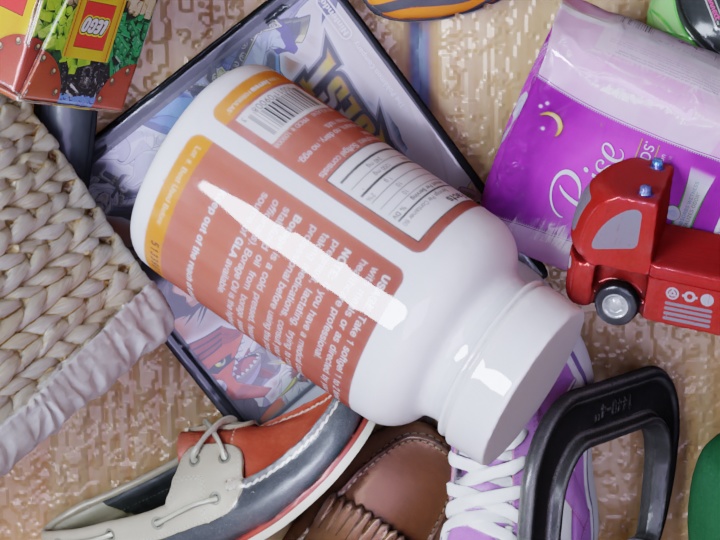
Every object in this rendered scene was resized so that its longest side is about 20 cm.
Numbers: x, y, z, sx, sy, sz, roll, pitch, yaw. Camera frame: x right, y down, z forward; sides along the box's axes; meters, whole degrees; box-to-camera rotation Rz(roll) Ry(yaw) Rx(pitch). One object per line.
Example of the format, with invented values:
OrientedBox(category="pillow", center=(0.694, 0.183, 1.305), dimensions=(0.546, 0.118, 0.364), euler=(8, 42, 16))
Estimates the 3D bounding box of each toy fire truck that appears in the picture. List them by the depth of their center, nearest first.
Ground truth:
OrientedBox(category="toy fire truck", center=(0.195, -0.032, 0.925), dimensions=(0.198, 0.049, 0.142), euler=(13, 120, 14))

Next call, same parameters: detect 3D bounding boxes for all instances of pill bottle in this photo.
OrientedBox(category="pill bottle", center=(0.000, 0.000, 0.971), dimensions=(0.199, 0.112, 0.113), euler=(34, 100, 15))

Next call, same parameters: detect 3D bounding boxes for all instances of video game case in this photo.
OrientedBox(category="video game case", center=(-0.032, -0.022, 1.067), dimensions=(0.180, 0.026, 0.201), euler=(-37, 103, 5))

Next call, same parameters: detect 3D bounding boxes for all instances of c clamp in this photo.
OrientedBox(category="c clamp", center=(0.113, 0.136, 1.044), dimensions=(0.027, 0.199, 0.173), euler=(7, 105, 32))

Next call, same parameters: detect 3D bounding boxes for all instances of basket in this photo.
OrientedBox(category="basket", center=(-0.230, 0.027, 0.956), dimensions=(0.197, 0.200, 0.162), euler=(-23, 100, 30))

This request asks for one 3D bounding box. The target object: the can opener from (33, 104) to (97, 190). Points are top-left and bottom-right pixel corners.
OrientedBox(category="can opener", center=(-0.136, -0.130, 1.007), dimensions=(0.078, 0.063, 0.202), euler=(7, 93, -5))

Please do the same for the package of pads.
OrientedBox(category="package of pads", center=(0.165, -0.041, 1.005), dimensions=(0.198, 0.076, 0.121), euler=(23, 122, 6))

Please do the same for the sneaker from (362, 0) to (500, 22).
OrientedBox(category="sneaker", center=(0.090, -0.173, 0.995), dimensions=(0.198, 0.112, 0.078), euler=(-25, 103, 2))

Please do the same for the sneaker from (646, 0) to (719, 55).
OrientedBox(category="sneaker", center=(0.240, -0.097, 1.041), dimensions=(0.199, 0.077, 0.084), euler=(31, 104, -11))

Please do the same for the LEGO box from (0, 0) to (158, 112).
OrientedBox(category="LEGO box", center=(-0.179, -0.178, 0.944), dimensions=(0.199, 0.077, 0.150), euler=(27, 103, 28))

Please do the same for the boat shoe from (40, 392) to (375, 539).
OrientedBox(category="boat shoe", center=(-0.078, 0.110, 1.057), dimensions=(0.199, 0.071, 0.063), euler=(-35, 100, 26))

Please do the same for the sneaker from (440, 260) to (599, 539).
OrientedBox(category="sneaker", center=(0.070, 0.098, 1.034), dimensions=(0.072, 0.114, 0.202), euler=(0, 119, 31))

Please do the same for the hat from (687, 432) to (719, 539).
OrientedBox(category="hat", center=(0.196, 0.093, 1.024), dimensions=(0.165, 0.200, 0.177), euler=(-34, 120, -15))

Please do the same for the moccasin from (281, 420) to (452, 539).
OrientedBox(category="moccasin", center=(-0.020, 0.164, 1.085), dimensions=(0.074, 0.078, 0.201), euler=(43, 97, -12))
